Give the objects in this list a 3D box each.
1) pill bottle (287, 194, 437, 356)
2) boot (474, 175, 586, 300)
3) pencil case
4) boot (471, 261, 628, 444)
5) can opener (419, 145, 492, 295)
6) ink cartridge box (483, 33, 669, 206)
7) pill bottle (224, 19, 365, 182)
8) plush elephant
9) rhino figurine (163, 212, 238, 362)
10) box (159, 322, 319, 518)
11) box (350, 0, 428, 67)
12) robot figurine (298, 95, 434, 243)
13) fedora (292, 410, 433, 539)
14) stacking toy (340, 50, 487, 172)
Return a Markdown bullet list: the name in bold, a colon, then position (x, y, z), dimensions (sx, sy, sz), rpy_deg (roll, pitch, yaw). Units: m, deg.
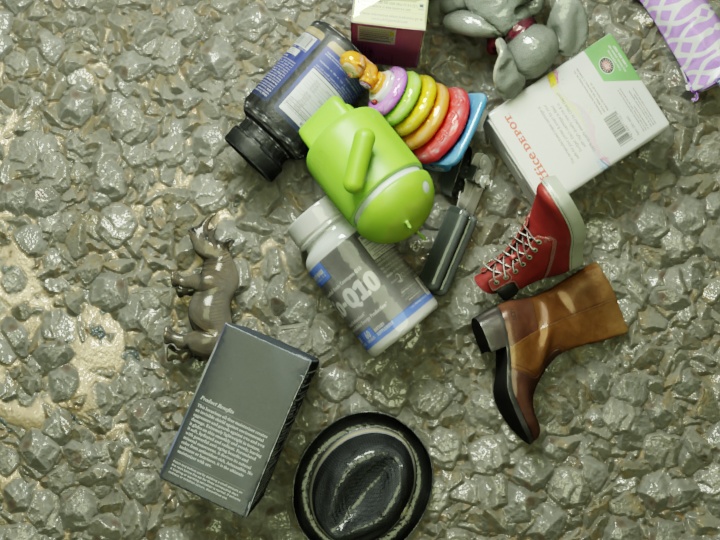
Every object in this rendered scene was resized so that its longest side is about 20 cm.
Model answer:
- **pill bottle**: position (0.000, 0.000, 1.387), dimensions (0.113, 0.114, 0.201), rpy_deg (-37, 86, -2)
- **boot**: position (0.208, -0.031, 1.351), dimensions (0.143, 0.201, 0.073), rpy_deg (-25, 60, -1)
- **pencil case**: position (0.432, -0.329, 1.427), dimensions (0.085, 0.084, 0.202), rpy_deg (-32, 85, 21)
- **boot**: position (0.264, 0.111, 1.419), dimensions (0.197, 0.068, 0.191), rpy_deg (-20, 87, -14)
- **can opener**: position (0.125, -0.067, 1.430), dimensions (0.066, 0.052, 0.203), rpy_deg (16, 84, 36)
- **ink cartridge box**: position (0.281, -0.191, 1.413), dimensions (0.198, 0.084, 0.146), rpy_deg (-33, 87, -2)
- **pill bottle**: position (-0.083, -0.220, 1.402), dimensions (0.112, 0.112, 0.200), rpy_deg (42, 88, 3)
- **plush elephant**: position (0.201, -0.315, 1.387), dimensions (0.163, 0.200, 0.157), rpy_deg (-25, 101, -9)
- **rhino figurine**: position (-0.206, 0.024, 1.413), dimensions (0.086, 0.060, 0.204), rpy_deg (6, 85, 4)
- **box**: position (-0.145, 0.179, 1.334), dimensions (0.122, 0.200, 0.201), rpy_deg (24, 86, 2)
- **box**: position (0.043, -0.388, 1.380), dimensions (0.095, 0.176, 0.204), rpy_deg (7, 87, 0)
- **robot figurine**: position (0.012, -0.119, 1.317), dimensions (0.115, 0.175, 0.201), rpy_deg (-41, 73, 10)
- **fedora**: position (0.002, 0.283, 1.378), dimensions (0.197, 0.092, 0.204), rpy_deg (0, 86, 0)
- **stacking toy**: position (0.053, -0.220, 1.365), dimensions (0.198, 0.116, 0.111), rpy_deg (29, 84, -27)
